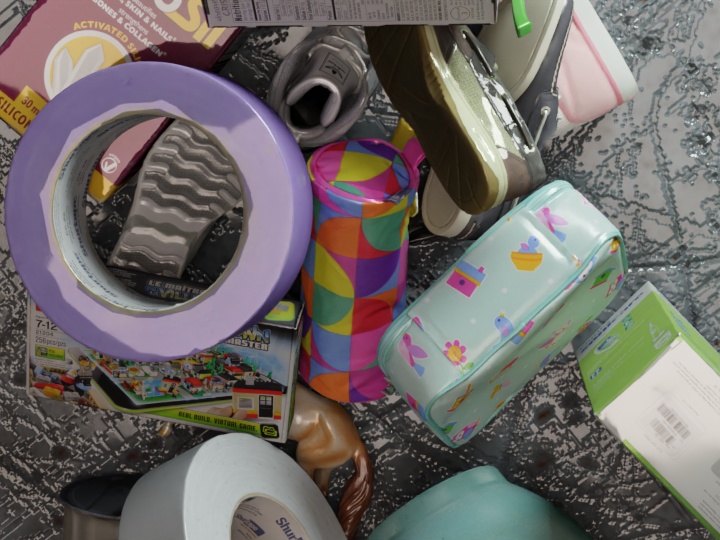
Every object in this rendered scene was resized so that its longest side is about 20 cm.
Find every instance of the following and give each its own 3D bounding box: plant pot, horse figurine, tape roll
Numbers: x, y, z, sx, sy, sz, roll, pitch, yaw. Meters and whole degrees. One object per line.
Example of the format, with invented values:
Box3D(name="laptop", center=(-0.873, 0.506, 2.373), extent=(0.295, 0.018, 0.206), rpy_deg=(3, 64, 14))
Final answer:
Box3D(name="plant pot", center=(0.084, 0.231, 1.487), extent=(0.200, 0.200, 0.135), rpy_deg=(-33, 70, 7))
Box3D(name="horse figurine", center=(-0.061, 0.125, 1.531), extent=(0.200, 0.050, 0.133), rpy_deg=(38, 105, -2))
Box3D(name="tape roll", center=(-0.136, -0.041, 1.367), extent=(0.198, 0.085, 0.202), rpy_deg=(0, 93, 7))
Box3D(name="tape roll", center=(-0.082, 0.220, 1.431), extent=(0.066, 0.200, 0.201), rpy_deg=(-29, 99, 28))

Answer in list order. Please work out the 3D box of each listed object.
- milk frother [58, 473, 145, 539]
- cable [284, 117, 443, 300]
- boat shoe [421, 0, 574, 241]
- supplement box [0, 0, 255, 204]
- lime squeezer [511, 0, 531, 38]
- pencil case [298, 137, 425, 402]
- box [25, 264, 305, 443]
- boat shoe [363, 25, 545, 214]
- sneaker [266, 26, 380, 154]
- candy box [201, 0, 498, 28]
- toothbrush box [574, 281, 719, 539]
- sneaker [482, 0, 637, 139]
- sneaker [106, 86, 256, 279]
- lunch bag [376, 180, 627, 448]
Box3D(name="milk frother", center=(-0.123, 0.265, 1.518), extent=(0.199, 0.180, 0.190), rpy_deg=(-3, 103, -30))
Box3D(name="cable", center=(0.022, -0.036, 1.515), extent=(0.097, 0.050, 0.200), rpy_deg=(36, 112, -21))
Box3D(name="boat shoe", center=(0.109, -0.113, 1.420), extent=(0.062, 0.073, 0.201), rpy_deg=(14, 106, -34))
Box3D(name="supplement box", center=(-0.168, -0.168, 1.455), extent=(0.131, 0.103, 0.200), rpy_deg=(39, 98, -4))
Box3D(name="lime squeezer", center=(0.078, -0.216, 1.399), extent=(0.071, 0.200, 0.038), rpy_deg=(-39, 137, -12))
Box3D(name="pencil case", center=(0.000, 0.000, 1.454), extent=(0.088, 0.089, 0.201), rpy_deg=(7, 127, 1))
Box3D(name="box", center=(-0.144, 0.057, 1.463), extent=(0.198, 0.035, 0.111), rpy_deg=(10, 126, 5))
Box3D(name="boat shoe", center=(0.063, -0.128, 1.372), extent=(0.066, 0.072, 0.202), rpy_deg=(-10, 61, -30))
Box3D(name="sneaker", center=(-0.001, -0.164, 1.444), extent=(0.075, 0.115, 0.200), rpy_deg=(36, 99, -5))
Box3D(name="candy box", center=(-0.004, -0.231, 1.352), extent=(0.198, 0.137, 0.061), rpy_deg=(1, 141, 7))
Box3D(name="toothbrush box", center=(0.238, 0.102, 1.440), extent=(0.086, 0.200, 0.146), rpy_deg=(-44, 96, 9))
Box3D(name="sneaker", center=(0.110, -0.185, 1.456), extent=(0.104, 0.075, 0.201), rpy_deg=(-32, 102, 2))
Box3D(name="sneaker", center=(-0.133, -0.059, 1.467), extent=(0.074, 0.082, 0.200), rpy_deg=(30, 115, -12))
Box3D(name="lunch bag", center=(0.102, 0.035, 1.447), extent=(0.200, 0.160, 0.077), rpy_deg=(-43, 73, -2))
